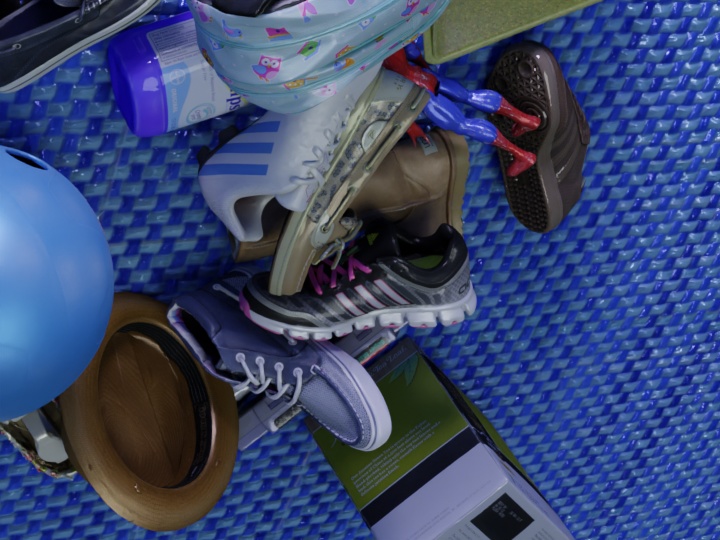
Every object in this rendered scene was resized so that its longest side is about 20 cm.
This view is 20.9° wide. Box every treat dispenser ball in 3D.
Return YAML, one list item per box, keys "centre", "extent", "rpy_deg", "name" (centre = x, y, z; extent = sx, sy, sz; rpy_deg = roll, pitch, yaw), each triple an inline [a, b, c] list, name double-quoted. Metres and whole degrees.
- centre: [-0.275, 0.009, 1.388]
  extent: [0.201, 0.201, 0.201]
  rpy_deg: [-19, 139, -17]
  name: "treat dispenser ball"

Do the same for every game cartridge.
- centre: [-0.027, 0.081, 1.705]
  extent: [0.200, 0.130, 0.038]
  rpy_deg: [-38, 96, 6]
  name: "game cartridge"

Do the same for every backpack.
- centre: [-0.024, -0.204, 1.327]
  extent: [0.200, 0.167, 0.127]
  rpy_deg: [-39, 135, -19]
  name: "backpack"

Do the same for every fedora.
- centre: [-0.190, 0.120, 1.604]
  extent: [0.082, 0.201, 0.200]
  rpy_deg: [-21, 153, 40]
  name: "fedora"

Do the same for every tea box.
- centre: [0.080, 0.204, 1.829]
  extent: [0.134, 0.197, 0.200]
  rpy_deg: [-38, 140, 5]
  name: "tea box"

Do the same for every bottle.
- centre: [-0.085, -0.163, 1.445]
  extent: [0.200, 0.065, 0.084]
  rpy_deg: [-19, 145, -17]
  name: "bottle"

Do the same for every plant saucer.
- centre: [0.122, -0.274, 1.484]
  extent: [0.199, 0.048, 0.200]
  rpy_deg: [-22, 139, -13]
  name: "plant saucer"

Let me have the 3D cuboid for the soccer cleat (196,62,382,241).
- centre: [-0.039, -0.097, 1.435]
  extent: [0.200, 0.086, 0.070]
  rpy_deg: [-41, 157, 32]
  name: "soccer cleat"

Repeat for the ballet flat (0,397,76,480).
- centre: [-0.275, 0.107, 1.598]
  extent: [0.076, 0.064, 0.200]
  rpy_deg: [-34, 140, 2]
  name: "ballet flat"

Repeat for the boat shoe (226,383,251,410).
- centre: [-0.131, 0.103, 1.693]
  extent: [0.200, 0.072, 0.068]
  rpy_deg: [-52, 173, 1]
  name: "boat shoe"

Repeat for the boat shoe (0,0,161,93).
- centre: [-0.194, -0.196, 1.333]
  extent: [0.200, 0.075, 0.062]
  rpy_deg: [-33, 147, 9]
  name: "boat shoe"

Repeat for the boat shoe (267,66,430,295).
- centre: [-0.014, -0.062, 1.500]
  extent: [0.063, 0.073, 0.200]
  rpy_deg: [24, 109, -5]
  name: "boat shoe"

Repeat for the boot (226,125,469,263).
- centre: [-0.015, -0.040, 1.628]
  extent: [0.200, 0.066, 0.175]
  rpy_deg: [-14, 133, -18]
  name: "boot"

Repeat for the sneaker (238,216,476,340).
- centre: [0.000, 0.000, 1.577]
  extent: [0.200, 0.074, 0.088]
  rpy_deg: [-4, 125, -12]
  name: "sneaker"

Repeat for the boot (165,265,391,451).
- centre: [-0.069, 0.084, 1.594]
  extent: [0.090, 0.200, 0.073]
  rpy_deg: [-25, 150, -41]
  name: "boot"

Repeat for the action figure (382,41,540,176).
- centre: [0.054, -0.140, 1.553]
  extent: [0.200, 0.066, 0.052]
  rpy_deg: [30, 149, -30]
  name: "action figure"

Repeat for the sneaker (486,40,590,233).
- centre: [0.156, -0.126, 1.662]
  extent: [0.076, 0.070, 0.200]
  rpy_deg: [-43, 146, -31]
  name: "sneaker"
